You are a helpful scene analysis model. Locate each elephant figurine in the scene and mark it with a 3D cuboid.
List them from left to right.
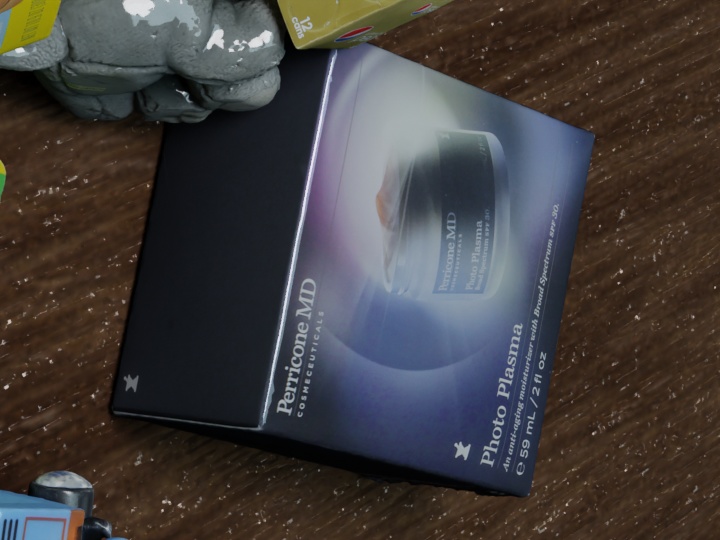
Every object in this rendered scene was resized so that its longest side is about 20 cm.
[{"bbox_3d":[-0.103,-0.178,1.167,0.141,0.155,0.201,-1,80,-1],"label":"elephant figurine"}]

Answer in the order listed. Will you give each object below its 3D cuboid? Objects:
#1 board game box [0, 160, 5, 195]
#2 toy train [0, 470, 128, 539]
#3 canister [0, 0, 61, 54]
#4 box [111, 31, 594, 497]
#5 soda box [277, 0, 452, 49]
[{"bbox_3d":[-0.226,0.030,1.109,0.095,0.030,0.200,24,79,-43],"label":"board game box"},{"bbox_3d":[-0.166,0.190,1.127,0.114,0.087,0.201,9,90,-51],"label":"toy train"},{"bbox_3d":[-0.222,-0.113,0.982,0.200,0.149,0.087,-22,77,-20],"label":"canister"},{"bbox_3d":[0.000,0.000,1.261,0.198,0.123,0.200,17,80,-42],"label":"box"},{"bbox_3d":[-0.025,-0.204,1.129,0.064,0.068,0.200,-14,81,-68],"label":"soda box"}]
